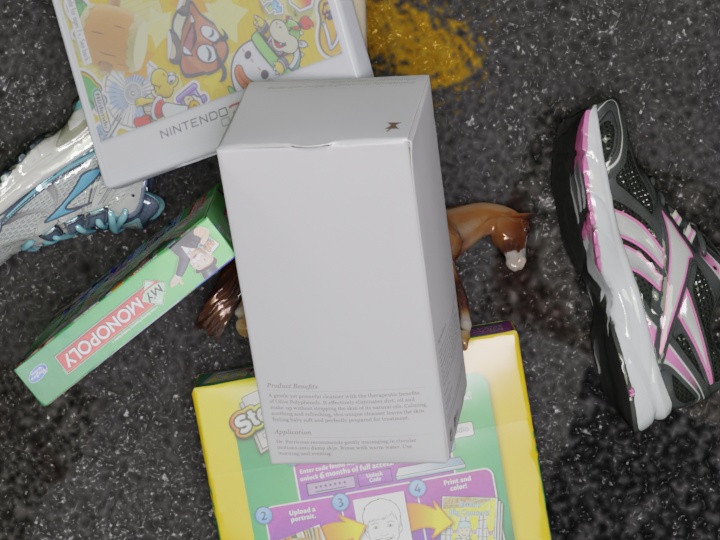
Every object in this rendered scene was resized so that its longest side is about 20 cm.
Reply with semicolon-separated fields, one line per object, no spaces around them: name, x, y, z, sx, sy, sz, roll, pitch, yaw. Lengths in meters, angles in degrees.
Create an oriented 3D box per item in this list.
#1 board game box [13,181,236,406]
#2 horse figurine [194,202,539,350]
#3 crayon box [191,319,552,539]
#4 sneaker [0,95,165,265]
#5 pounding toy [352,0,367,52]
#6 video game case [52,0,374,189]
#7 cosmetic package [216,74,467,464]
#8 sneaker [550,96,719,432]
board game box;-0.127;0.009;1.374;0.134;0.200;0.029;-38;96;4
horse figurine;0.000;0.000;1.429;0.199;0.133;0.050;2;137;12
crayon box;0.011;0.134;1.458;0.199;0.058;0.174;-10;95;1
sneaker;-0.165;-0.047;1.432;0.200;0.078;0.086;-44;97;4
pounding toy;0.009;-0.249;1.376;0.200;0.142;0.184;-42;94;4
video game case;-0.096;-0.166;1.348;0.181;0.023;0.201;-17;87;29
cosmetic package;-0.006;0.002;1.302;0.107;0.085;0.201;0;119;12
sneaker;0.174;-0.010;1.443;0.086;0.080;0.201;-16;104;-10
